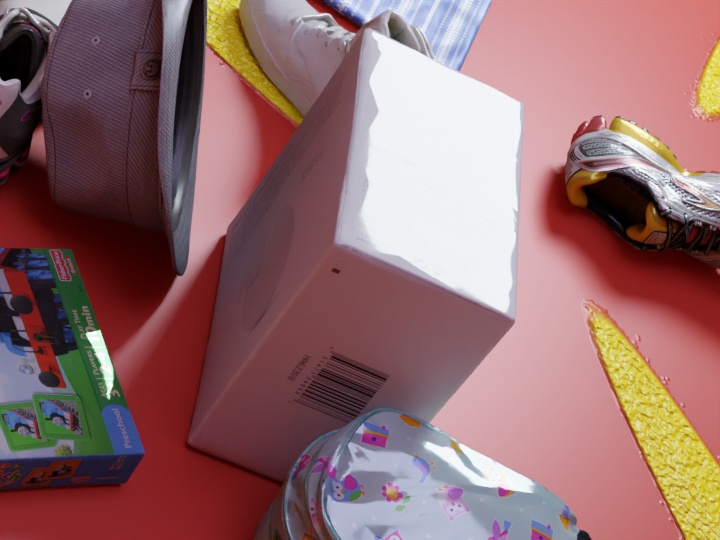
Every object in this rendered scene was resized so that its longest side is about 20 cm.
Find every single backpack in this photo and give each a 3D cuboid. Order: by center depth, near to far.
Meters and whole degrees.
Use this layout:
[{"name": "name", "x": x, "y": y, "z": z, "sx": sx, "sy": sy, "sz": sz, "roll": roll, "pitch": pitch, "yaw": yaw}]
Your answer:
[{"name": "backpack", "x": 0.040, "y": 0.171, "z": 1.228, "sx": 0.200, "sy": 0.127, "sz": 0.167, "roll": 31, "pitch": 43, "yaw": -4}]

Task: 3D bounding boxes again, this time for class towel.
[{"name": "towel", "x": 0.011, "y": -0.242, "z": 1.685, "sx": 0.200, "sy": 0.024, "sz": 0.145, "roll": 33, "pitch": 40, "yaw": -7}]

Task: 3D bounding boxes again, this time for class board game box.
[{"name": "board game box", "x": -0.236, "y": 0.054, "z": 1.202, "sx": 0.200, "sy": 0.037, "sz": 0.151, "roll": 0, "pitch": 53, "yaw": -36}]

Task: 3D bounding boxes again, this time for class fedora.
[{"name": "fedora", "x": -0.149, "y": -0.099, "z": 1.334, "sx": 0.090, "sy": 0.177, "sz": 0.200, "roll": 4, "pitch": 89, "yaw": 1}]

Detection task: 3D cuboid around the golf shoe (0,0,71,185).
[{"name": "golf shoe", "x": -0.212, "y": -0.136, "z": 1.365, "sx": 0.077, "sy": 0.088, "sz": 0.200, "roll": 27, "pitch": 39, "yaw": -11}]

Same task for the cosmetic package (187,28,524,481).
[{"name": "cosmetic package", "x": 0.000, "y": 0.000, "z": 1.303, "sx": 0.123, "sy": 0.199, "sz": 0.200, "roll": 23, "pitch": 42, "yaw": -17}]

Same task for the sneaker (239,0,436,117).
[{"name": "sneaker", "x": -0.006, "y": -0.159, "z": 1.521, "sx": 0.074, "sy": 0.116, "sz": 0.200, "roll": -13, "pitch": 59, "yaw": -41}]

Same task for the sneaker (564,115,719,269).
[{"name": "sneaker", "x": 0.243, "y": -0.037, "z": 1.632, "sx": 0.200, "sy": 0.078, "sz": 0.082, "roll": 26, "pitch": 44, "yaw": 0}]
